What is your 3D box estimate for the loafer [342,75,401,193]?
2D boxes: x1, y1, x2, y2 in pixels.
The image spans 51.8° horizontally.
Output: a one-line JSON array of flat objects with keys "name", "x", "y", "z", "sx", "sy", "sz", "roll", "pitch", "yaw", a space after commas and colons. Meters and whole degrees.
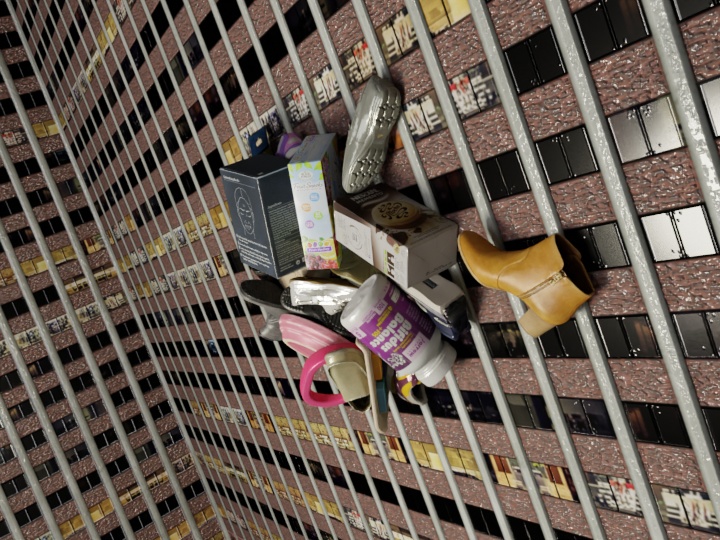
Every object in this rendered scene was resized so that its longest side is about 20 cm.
[{"name": "loafer", "x": 0.010, "y": -0.224, "z": 1.237, "sx": 0.070, "sy": 0.069, "sz": 0.202, "roll": 51, "pitch": 130, "yaw": 39}]

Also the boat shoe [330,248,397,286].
[{"name": "boat shoe", "x": 0.001, "y": -0.001, "z": 1.428, "sx": 0.066, "sy": 0.072, "sz": 0.200, "roll": 42, "pitch": 172, "yaw": -34}]

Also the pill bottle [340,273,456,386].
[{"name": "pill bottle", "x": 0.070, "y": 0.109, "z": 1.298, "sx": 0.199, "sy": 0.113, "sz": 0.112, "roll": 40, "pitch": 151, "yaw": -10}]

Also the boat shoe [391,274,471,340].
[{"name": "boat shoe", "x": 0.115, "y": 0.043, "z": 1.276, "sx": 0.200, "sy": 0.074, "sz": 0.094, "roll": 46, "pitch": 163, "yaw": 49}]

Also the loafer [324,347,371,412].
[{"name": "loafer", "x": -0.013, "y": 0.218, "z": 1.468, "sx": 0.201, "sy": 0.074, "sz": 0.069, "roll": 57, "pitch": -162, "yaw": -51}]

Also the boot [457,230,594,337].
[{"name": "boot", "x": 0.235, "y": -0.014, "z": 1.052, "sx": 0.202, "sy": 0.070, "sz": 0.145, "roll": 53, "pitch": 142, "yaw": 16}]

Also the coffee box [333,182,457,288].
[{"name": "coffee box", "x": 0.056, "y": -0.064, "z": 1.248, "sx": 0.199, "sy": 0.112, "sz": 0.081, "roll": 34, "pitch": 138, "yaw": 42}]

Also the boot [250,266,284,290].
[{"name": "boot", "x": -0.205, "y": -0.010, "z": 1.734, "sx": 0.175, "sy": 0.068, "sz": 0.203, "roll": 65, "pitch": -162, "yaw": -49}]

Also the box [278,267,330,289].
[{"name": "box", "x": -0.113, "y": -0.025, "z": 1.584, "sx": 0.095, "sy": 0.077, "sz": 0.201, "roll": 49, "pitch": 147, "yaw": 23}]

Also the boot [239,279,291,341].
[{"name": "boot", "x": -0.200, "y": 0.102, "z": 1.663, "sx": 0.132, "sy": 0.197, "sz": 0.070, "roll": -53, "pitch": 31, "yaw": 31}]

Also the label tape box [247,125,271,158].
[{"name": "label tape box", "x": -0.222, "y": -0.191, "z": 1.579, "sx": 0.145, "sy": 0.062, "sz": 0.204, "roll": -70, "pitch": -31, "yaw": -69}]

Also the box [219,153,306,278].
[{"name": "box", "x": -0.175, "y": -0.109, "z": 1.439, "sx": 0.147, "sy": 0.106, "sz": 0.204, "roll": 21, "pitch": 128, "yaw": 49}]

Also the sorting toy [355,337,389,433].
[{"name": "sorting toy", "x": 0.033, "y": 0.185, "z": 1.459, "sx": 0.186, "sy": 0.036, "sz": 0.203, "roll": -82, "pitch": -20, "yaw": -66}]

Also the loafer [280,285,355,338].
[{"name": "loafer", "x": -0.070, "y": 0.087, "z": 1.562, "sx": 0.197, "sy": 0.074, "sz": 0.072, "roll": 24, "pitch": 165, "yaw": 10}]

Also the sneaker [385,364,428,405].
[{"name": "sneaker", "x": 0.092, "y": 0.164, "z": 1.404, "sx": 0.089, "sy": 0.075, "sz": 0.203, "roll": 24, "pitch": 137, "yaw": 40}]

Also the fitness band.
[{"name": "fitness band", "x": -0.053, "y": 0.221, "z": 1.543, "sx": 0.202, "sy": 0.141, "sz": 0.038, "roll": 104, "pitch": 153, "yaw": -48}]

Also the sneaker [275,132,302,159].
[{"name": "sneaker", "x": -0.144, "y": -0.201, "z": 1.519, "sx": 0.089, "sy": 0.079, "sz": 0.202, "roll": 59, "pitch": 149, "yaw": 29}]

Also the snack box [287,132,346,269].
[{"name": "snack box", "x": -0.070, "y": -0.129, "z": 1.360, "sx": 0.169, "sy": 0.066, "sz": 0.204, "roll": -73, "pitch": -22, "yaw": -64}]

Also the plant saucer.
[{"name": "plant saucer", "x": -0.091, "y": 0.161, "z": 1.598, "sx": 0.198, "sy": 0.051, "sz": 0.201, "roll": 25, "pitch": 165, "yaw": 7}]

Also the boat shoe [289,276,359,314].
[{"name": "boat shoe", "x": -0.052, "y": 0.053, "z": 1.489, "sx": 0.197, "sy": 0.070, "sz": 0.071, "roll": 4, "pitch": 99, "yaw": 28}]
